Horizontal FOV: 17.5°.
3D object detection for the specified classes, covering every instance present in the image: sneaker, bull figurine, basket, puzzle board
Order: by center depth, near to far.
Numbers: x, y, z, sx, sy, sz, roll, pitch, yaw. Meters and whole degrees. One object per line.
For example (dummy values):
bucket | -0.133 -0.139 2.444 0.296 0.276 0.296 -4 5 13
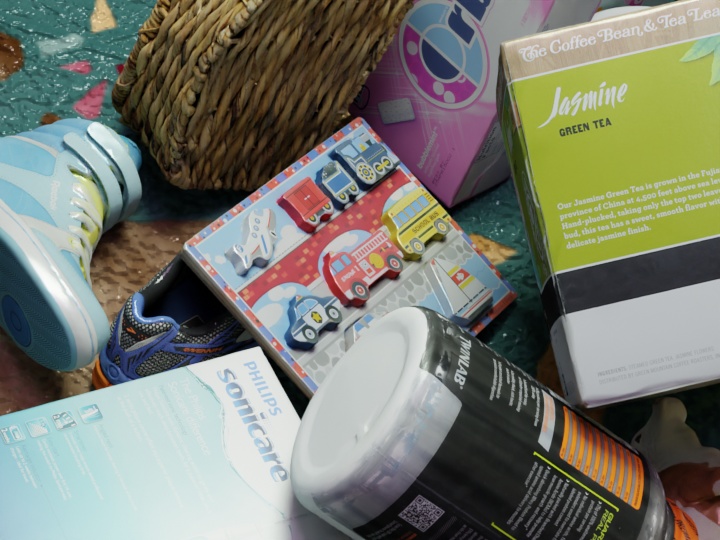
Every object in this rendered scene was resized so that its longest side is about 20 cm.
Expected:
bull figurine | 0.185 0.152 1.302 0.065 0.121 0.200 30 52 -21
sneaker | -0.167 -0.027 1.379 0.130 0.080 0.200 -19 46 -27
sneaker | -0.071 0.010 1.381 0.075 0.079 0.200 36 52 18
puzzle board | 0.000 0.000 1.387 0.151 0.017 0.200 47 41 3
basket | -0.078 -0.166 1.437 0.142 0.200 0.149 -3 48 -43

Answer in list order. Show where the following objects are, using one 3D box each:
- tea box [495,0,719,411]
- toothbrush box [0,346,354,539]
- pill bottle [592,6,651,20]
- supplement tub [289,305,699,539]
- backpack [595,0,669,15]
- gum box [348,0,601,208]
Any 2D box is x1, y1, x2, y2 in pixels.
tea box | 0.158 -0.031 1.283 0.133 0.200 0.197 -12 84 2
toothbrush box | -0.117 0.141 1.253 0.199 0.085 0.147 -16 55 -24
pill bottle | 0.170 -0.065 1.478 0.108 0.109 0.200 12 49 -2
supplement tub | 0.073 0.117 1.225 0.200 0.122 0.123 35 45 -19
backpack | 0.128 -0.235 1.551 0.175 0.200 0.154 -12 51 -22
gum box | 0.068 -0.146 1.471 0.113 0.200 0.066 44 43 21
